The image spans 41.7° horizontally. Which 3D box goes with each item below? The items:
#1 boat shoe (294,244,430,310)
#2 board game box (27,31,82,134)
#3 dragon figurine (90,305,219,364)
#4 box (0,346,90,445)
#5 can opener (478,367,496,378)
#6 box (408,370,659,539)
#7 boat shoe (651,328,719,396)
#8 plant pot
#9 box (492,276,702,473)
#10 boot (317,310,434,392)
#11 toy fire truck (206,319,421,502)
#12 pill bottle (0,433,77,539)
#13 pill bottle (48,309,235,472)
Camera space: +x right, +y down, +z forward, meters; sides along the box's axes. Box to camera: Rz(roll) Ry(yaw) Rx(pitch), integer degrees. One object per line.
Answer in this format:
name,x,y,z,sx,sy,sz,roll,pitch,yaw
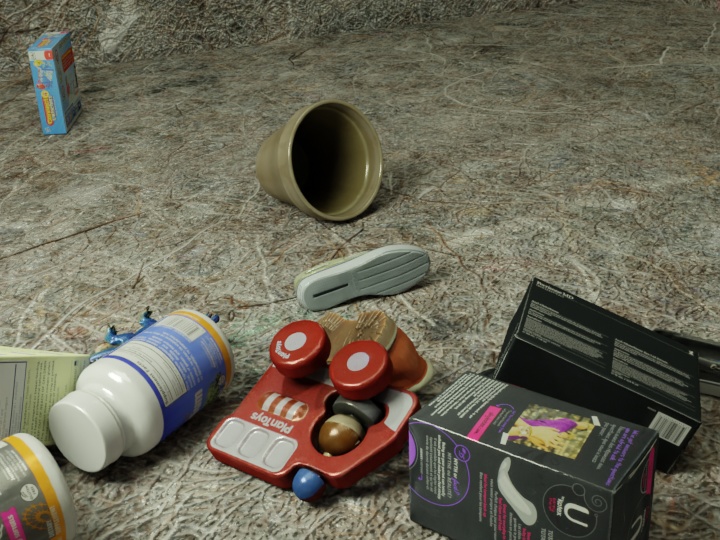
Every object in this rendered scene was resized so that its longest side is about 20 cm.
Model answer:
boat shoe,0.000,0.000,1.336,0.198,0.073,0.062,-14,29,-15
board game box,-0.713,-0.442,2.219,0.055,0.197,0.200,-4,24,-3
dragon figurine,-0.263,0.097,1.172,0.099,0.059,0.199,17,30,37
box,-0.412,0.128,0.979,0.174,0.098,0.200,4,-4,18
can opener,0.182,0.136,1.038,0.063,0.079,0.199,7,16,38
box,0.152,0.188,0.854,0.199,0.123,0.106,16,30,35
boat shoe,0.423,0.102,1.073,0.199,0.067,0.070,9,28,25
plant pot,-0.090,-0.185,1.634,0.199,0.202,0.173,-23,16,-36
box,0.250,0.105,0.999,0.199,0.079,0.141,25,32,6
boot,0.001,0.106,1.119,0.199,0.107,0.075,-5,52,57
toy fire truck,-0.044,0.158,0.986,0.199,0.113,0.168,15,54,35
pill bottle,-0.361,0.233,0.826,0.199,0.117,0.116,-25,33,-38
pill bottle,-0.237,0.132,1.034,0.111,0.113,0.200,11,29,28
